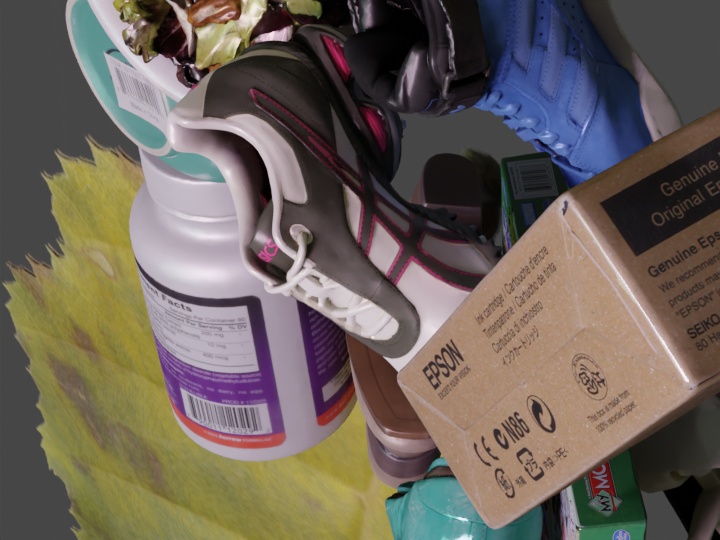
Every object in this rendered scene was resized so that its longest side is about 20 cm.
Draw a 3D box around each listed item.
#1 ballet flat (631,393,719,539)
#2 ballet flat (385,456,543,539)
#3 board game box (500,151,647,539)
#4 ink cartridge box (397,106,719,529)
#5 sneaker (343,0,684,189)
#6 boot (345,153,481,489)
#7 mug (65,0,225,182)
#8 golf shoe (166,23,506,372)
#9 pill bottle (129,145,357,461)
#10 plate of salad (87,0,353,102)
[{"bbox_3d":[0.151,0.088,0.930,0.068,0.068,0.200,-26,97,43],"label":"ballet flat"},{"bbox_3d":[0.040,0.122,0.954,0.067,0.070,0.200,11,171,2],"label":"ballet flat"},{"bbox_3d":[0.088,0.067,0.955,0.135,0.029,0.200,87,176,-48],"label":"board game box"},{"bbox_3d":[0.118,0.001,0.764,0.075,0.165,0.200,57,157,8],"label":"ink cartridge box"},{"bbox_3d":[0.054,-0.072,0.871,0.077,0.111,0.200,19,136,56],"label":"sneaker"},{"bbox_3d":[0.027,0.049,1.024,0.070,0.200,0.146,12,133,3],"label":"boot"},{"bbox_3d":[-0.065,-0.124,1.042,0.152,0.114,0.185,54,157,9],"label":"mug"},{"bbox_3d":[0.000,0.000,0.881,0.200,0.088,0.077,55,142,10],"label":"golf shoe"},{"bbox_3d":[-0.063,-0.001,1.200,0.111,0.111,0.200,39,151,37],"label":"pill bottle"},{"bbox_3d":[-0.046,-0.156,0.928,0.200,0.048,0.200,6,105,24],"label":"plate of salad"}]
